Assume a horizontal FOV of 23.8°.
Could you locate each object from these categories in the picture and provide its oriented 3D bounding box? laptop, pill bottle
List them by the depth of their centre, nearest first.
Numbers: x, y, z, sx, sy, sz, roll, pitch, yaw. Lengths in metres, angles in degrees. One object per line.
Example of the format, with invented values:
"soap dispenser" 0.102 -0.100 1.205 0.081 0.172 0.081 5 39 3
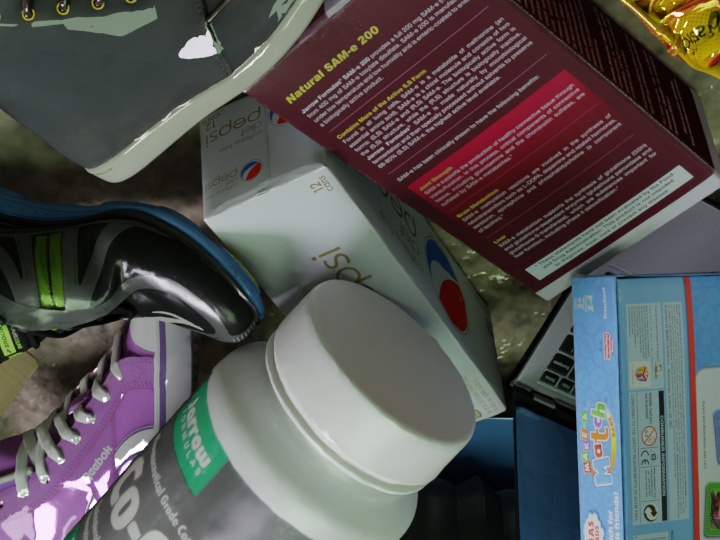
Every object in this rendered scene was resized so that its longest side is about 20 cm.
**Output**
"pill bottle" -0.046 0.105 0.776 0.113 0.114 0.200 27 117 -31
"laptop" 0.177 0.089 0.841 0.186 0.116 0.201 23 105 -29

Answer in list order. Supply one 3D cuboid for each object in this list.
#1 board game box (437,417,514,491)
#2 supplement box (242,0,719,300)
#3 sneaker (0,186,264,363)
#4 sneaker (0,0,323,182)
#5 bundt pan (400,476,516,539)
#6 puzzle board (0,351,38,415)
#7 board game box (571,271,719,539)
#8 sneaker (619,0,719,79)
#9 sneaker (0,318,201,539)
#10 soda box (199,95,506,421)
"board game box" 0.100 0.115 0.975 0.198 0.039 0.159 0 140 5
"supplement box" 0.054 -0.076 0.739 0.108 0.061 0.199 -35 131 28
"sneaker" -0.138 0.010 0.768 0.197 0.083 0.071 9 151 10
"sneaker" -0.089 -0.114 0.670 0.106 0.075 0.200 24 131 -32
"bundt pan" 0.046 0.183 0.965 0.199 0.076 0.203 3 141 2
"puzzle board" -0.266 0.048 0.805 0.151 0.017 0.200 -53 127 -10
"board game box" 0.191 0.075 0.823 0.198 0.153 0.036 -2 180 -31
"sneaker" 0.126 -0.127 0.675 0.199 0.078 0.073 29 130 -19
"sneaker" -0.141 0.082 0.862 0.113 0.073 0.202 10 113 -6
"soda box" 0.000 0.000 0.812 0.063 0.069 0.200 -22 135 17
